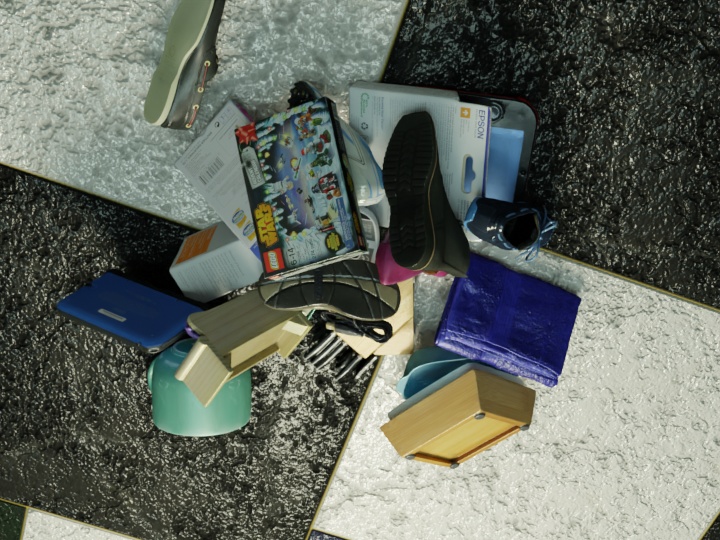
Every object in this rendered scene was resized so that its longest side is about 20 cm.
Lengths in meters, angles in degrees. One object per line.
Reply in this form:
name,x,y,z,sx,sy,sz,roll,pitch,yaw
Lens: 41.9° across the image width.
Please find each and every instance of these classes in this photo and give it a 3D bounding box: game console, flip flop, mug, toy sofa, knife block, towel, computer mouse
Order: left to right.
game console,-0.301,0.085,1.342,0.198,0.170,0.120,17,125,29
mug,-0.257,0.168,1.435,0.182,0.152,0.116,4,104,7
toy sofa,-0.167,0.095,1.303,0.098,0.199,0.083,47,125,11
flip flop,-0.042,0.027,1.296,0.196,0.058,0.083,1,85,4
knife block,-0.003,0.070,1.412,0.172,0.064,0.203,0,119,3
computer mouse,0.000,0.000,1.332,0.108,0.044,0.203,12,114,19
game console,0.146,-0.149,1.300,0.174,0.031,0.203,6,119,0
towel,0.218,0.070,1.365,0.197,0.050,0.150,21,78,-9

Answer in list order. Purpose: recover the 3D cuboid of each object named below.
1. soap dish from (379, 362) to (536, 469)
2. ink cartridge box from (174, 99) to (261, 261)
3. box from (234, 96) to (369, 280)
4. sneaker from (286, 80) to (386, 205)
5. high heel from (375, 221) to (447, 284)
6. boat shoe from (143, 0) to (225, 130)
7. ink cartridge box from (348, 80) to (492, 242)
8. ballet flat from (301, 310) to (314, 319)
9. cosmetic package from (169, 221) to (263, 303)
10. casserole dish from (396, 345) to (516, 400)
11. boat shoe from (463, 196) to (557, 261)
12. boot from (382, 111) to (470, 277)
soap dish,0.153,0.227,1.436,0.156,0.082,0.199,21,134,-41
ink cartridge box,-0.147,-0.116,1.264,0.119,0.042,0.200,-45,73,10
box,-0.077,-0.103,1.198,0.135,0.040,0.203,-16,81,19
sneaker,-0.031,-0.168,1.250,0.072,0.072,0.201,-47,69,36
high heel,0.075,0.000,1.304,0.066,0.097,0.200,10,166,21
boat shoe,-0.221,-0.281,1.236,0.062,0.074,0.204,7,116,-42
ink cartridge box,0.080,-0.147,1.272,0.197,0.041,0.202,12,121,18
ballet flat,-0.098,0.054,1.406,0.067,0.071,0.201,24,119,-16
cosmetic package,-0.164,-0.032,1.346,0.197,0.102,0.072,-22,115,14
casserole dish,0.147,0.149,1.426,0.197,0.039,0.122,-5,145,-13
boat shoe,0.212,-0.049,1.266,0.068,0.198,0.085,28,109,36
boot,0.095,-0.093,1.233,0.077,0.137,0.204,-1,80,36
